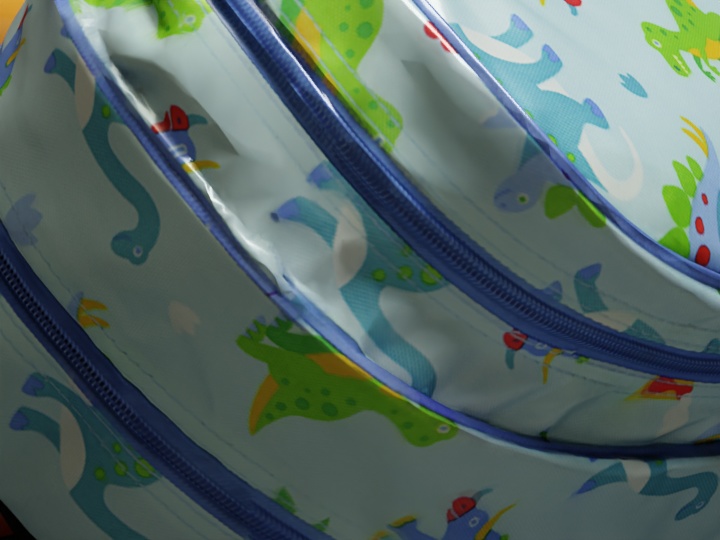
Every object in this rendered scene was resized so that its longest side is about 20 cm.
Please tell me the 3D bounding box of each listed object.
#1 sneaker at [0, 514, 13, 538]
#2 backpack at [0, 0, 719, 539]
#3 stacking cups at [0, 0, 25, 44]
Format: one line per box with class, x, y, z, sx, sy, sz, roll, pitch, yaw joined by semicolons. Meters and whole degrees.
sneaker;-0.086;-0.007;0.519;0.201;0.108;0.067;-2;49;-44
backpack;0.015;-0.006;0.488;0.200;0.163;0.154;-12;-28;-40
stacking cups;-0.058;-0.059;0.890;0.199;0.061;0.060;7;3;18
